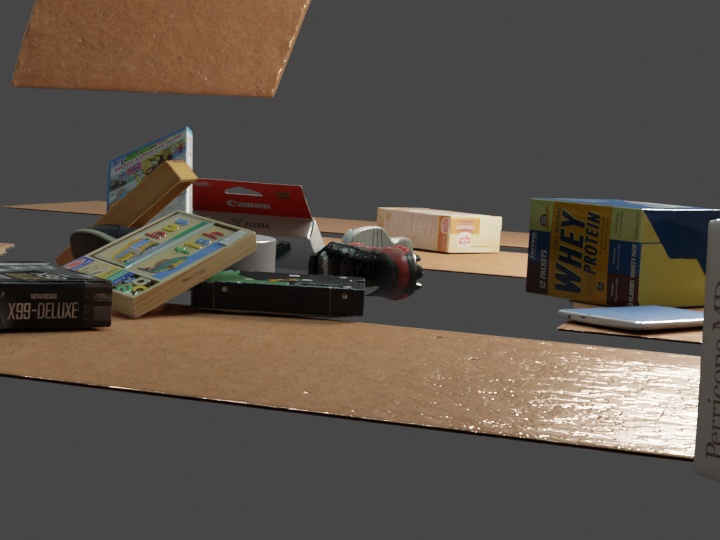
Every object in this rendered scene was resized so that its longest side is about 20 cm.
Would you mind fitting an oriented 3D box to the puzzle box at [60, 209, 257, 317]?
[{"bbox_3d":[-0.230,-0.012,1.606,0.132,0.026,0.199,15,31,35],"label":"puzzle box"}]

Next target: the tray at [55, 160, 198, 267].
[{"bbox_3d":[-0.312,-0.071,1.892,0.199,0.037,0.099,-39,0,8],"label":"tray"}]

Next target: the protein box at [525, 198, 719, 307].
[{"bbox_3d":[0.372,-0.027,1.990,0.197,0.137,0.199,-2,7,-41],"label":"protein box"}]

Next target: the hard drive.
[{"bbox_3d":[-0.093,0.027,1.657,0.197,0.038,0.140,4,5,-1],"label":"hard drive"}]

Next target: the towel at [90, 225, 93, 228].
[{"bbox_3d":[-0.366,-0.056,2.424,0.197,0.033,0.191,2,6,-5],"label":"towel"}]

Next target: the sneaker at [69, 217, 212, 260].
[{"bbox_3d":[-0.262,-0.025,1.756,0.198,0.076,0.106,12,30,32],"label":"sneaker"}]

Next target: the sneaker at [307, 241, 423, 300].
[{"bbox_3d":[0.000,0.000,1.820,0.097,0.072,0.200,0,4,-33],"label":"sneaker"}]

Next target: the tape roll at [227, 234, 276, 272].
[{"bbox_3d":[-0.211,-0.015,1.884,0.197,0.067,0.200,3,4,0],"label":"tape roll"}]

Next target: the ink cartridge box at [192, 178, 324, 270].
[{"bbox_3d":[-0.164,-0.067,2.109,0.197,0.044,0.174,5,-29,15],"label":"ink cartridge box"}]

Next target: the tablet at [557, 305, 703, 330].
[{"bbox_3d":[0.349,0.058,1.727,0.198,0.014,0.129,0,6,-42],"label":"tablet"}]

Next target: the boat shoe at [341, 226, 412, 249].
[{"bbox_3d":[0.017,-0.027,2.150,0.064,0.076,0.201,-1,-1,25],"label":"boat shoe"}]

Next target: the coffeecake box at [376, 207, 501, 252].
[{"bbox_3d":[0.152,-0.080,2.774,0.152,0.074,0.199,-1,7,-45],"label":"coffeecake box"}]

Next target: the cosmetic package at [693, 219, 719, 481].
[{"bbox_3d":[0.333,0.058,0.856,0.165,0.170,0.199,-1,6,-33],"label":"cosmetic package"}]

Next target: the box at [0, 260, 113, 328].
[{"bbox_3d":[-0.364,0.023,1.451,0.156,0.050,0.199,0,6,-33],"label":"box"}]

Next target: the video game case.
[{"bbox_3d":[-0.308,-0.108,2.062,0.142,0.202,0.018,-22,-42,19],"label":"video game case"}]
